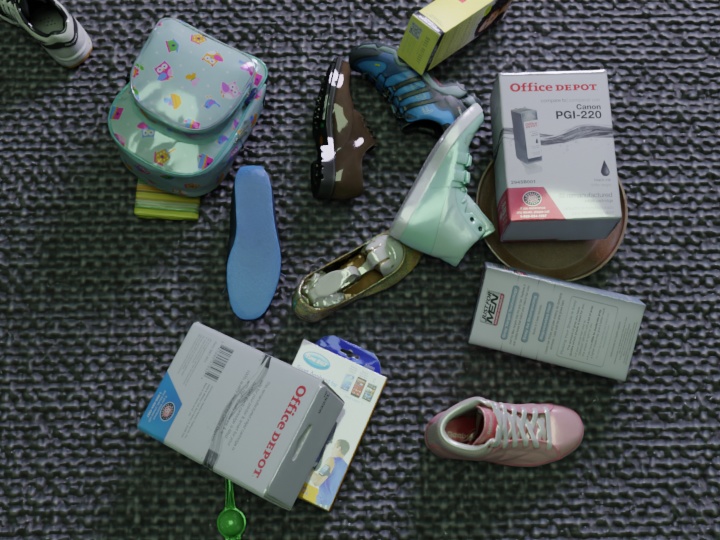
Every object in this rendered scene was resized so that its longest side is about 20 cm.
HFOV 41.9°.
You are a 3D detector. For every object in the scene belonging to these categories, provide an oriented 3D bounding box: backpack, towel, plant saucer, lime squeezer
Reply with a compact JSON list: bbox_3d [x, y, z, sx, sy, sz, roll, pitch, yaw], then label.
[{"bbox_3d":[-0.225,-0.205,1.204,0.174,0.153,0.202,26,80,-2],"label":"backpack"},{"bbox_3d":[-0.252,-0.165,1.274,0.085,0.018,0.203,5,74,-4],"label":"towel"},{"bbox_3d":[0.248,-0.078,1.236,0.197,0.037,0.203,0,74,0],"label":"plant saucer"},{"bbox_3d":[-0.162,0.311,1.122,0.037,0.071,0.202,-18,43,17],"label":"lime squeezer"}]

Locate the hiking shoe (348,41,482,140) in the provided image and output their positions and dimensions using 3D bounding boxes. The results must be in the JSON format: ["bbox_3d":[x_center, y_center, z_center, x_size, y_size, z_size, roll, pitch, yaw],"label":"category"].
[{"bbox_3d":[0.063,-0.234,1.259,0.198,0.074,0.087,29,76,8],"label":"hiking shoe"}]

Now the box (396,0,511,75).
[{"bbox_3d":[0.134,-0.339,1.250,0.050,0.076,0.200,42,56,12],"label":"box"}]

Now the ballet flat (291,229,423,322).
[{"bbox_3d":[0.000,0.000,1.201,0.198,0.071,0.071,-30,77,-8],"label":"ballet flat"}]

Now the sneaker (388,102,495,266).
[{"bbox_3d":[0.133,-0.105,1.202,0.117,0.074,0.202,30,87,-3],"label":"sneaker"}]

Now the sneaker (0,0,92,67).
[{"bbox_3d":[-0.453,-0.368,1.293,0.199,0.088,0.076,37,80,11],"label":"sneaker"}]

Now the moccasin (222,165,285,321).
[{"bbox_3d":[-0.133,-0.032,1.212,0.079,0.068,0.203,6,76,-6],"label":"moccasin"}]

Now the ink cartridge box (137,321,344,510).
[{"bbox_3d":[-0.141,0.171,1.115,0.198,0.084,0.146,21,74,28],"label":"ink cartridge box"}]

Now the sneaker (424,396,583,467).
[{"bbox_3d":[0.178,0.194,1.129,0.197,0.105,0.076,-1,73,-1],"label":"sneaker"}]

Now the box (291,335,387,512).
[{"bbox_3d":[-0.050,0.181,1.167,0.118,0.042,0.202,23,79,7],"label":"box"}]

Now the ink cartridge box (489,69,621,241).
[{"bbox_3d":[0.245,-0.146,1.194,0.143,0.085,0.203,-2,73,0],"label":"ink cartridge box"}]

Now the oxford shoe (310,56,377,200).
[{"bbox_3d":[-0.021,-0.188,1.259,0.083,0.073,0.203,5,76,-16],"label":"oxford shoe"}]

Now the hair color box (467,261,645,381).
[{"bbox_3d":[0.240,0.062,1.170,0.197,0.061,0.100,14,98,3],"label":"hair color box"}]
